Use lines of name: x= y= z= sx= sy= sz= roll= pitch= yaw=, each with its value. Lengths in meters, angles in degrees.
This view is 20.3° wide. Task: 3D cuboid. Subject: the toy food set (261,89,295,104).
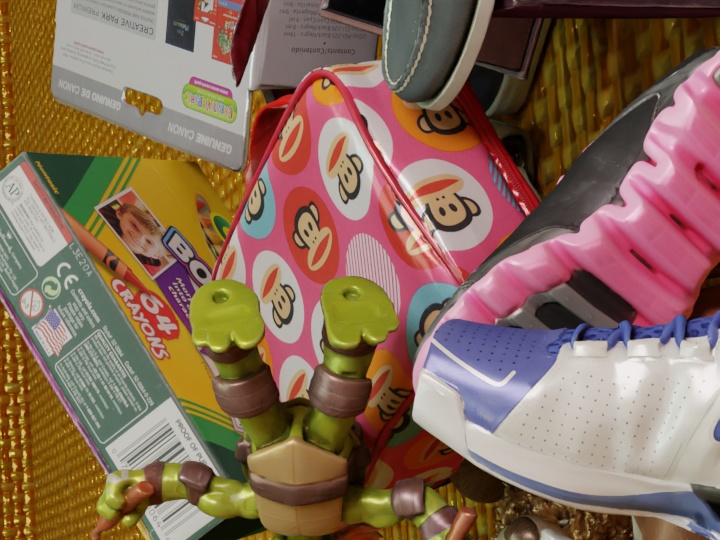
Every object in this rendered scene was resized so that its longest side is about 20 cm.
toy food set: x=0.009 y=-0.057 z=1.139 sx=0.144 sy=0.060 sz=0.200 roll=53 pitch=-170 yaw=-39

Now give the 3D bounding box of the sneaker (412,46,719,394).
sneaker: x=0.097 y=-0.015 z=0.785 sx=0.079 sy=0.200 sz=0.095 roll=46 pitch=-177 yaw=-20

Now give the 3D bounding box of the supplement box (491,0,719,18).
supplement box: x=0.098 y=-0.203 z=0.817 sx=0.086 sy=0.110 sz=0.200 roll=-164 pitch=73 yaw=-72

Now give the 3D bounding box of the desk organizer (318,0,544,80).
desk organizer: x=0.054 y=-0.196 z=0.908 sx=0.072 sy=0.077 sz=0.200 roll=26 pitch=103 yaw=49

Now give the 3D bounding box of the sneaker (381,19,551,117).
sneaker: x=0.055 y=-0.159 z=1.002 sx=0.075 sy=0.084 sz=0.200 roll=-112 pitch=26 yaw=-48

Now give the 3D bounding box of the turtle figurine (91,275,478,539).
turtle figurine: x=-0.015 y=0.078 z=0.832 sx=0.064 sy=0.200 sz=0.161 roll=-69 pitch=-16 yaw=-51

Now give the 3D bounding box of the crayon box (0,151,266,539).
crayon box: x=-0.089 y=0.037 z=1.008 sx=0.058 sy=0.173 sz=0.200 roll=-38 pitch=77 yaw=21

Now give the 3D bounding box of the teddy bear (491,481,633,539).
teddy bear: x=0.095 y=0.184 z=0.940 sx=0.145 sy=0.067 sz=0.200 roll=-131 pitch=41 yaw=-60

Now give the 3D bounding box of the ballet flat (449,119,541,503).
ballet flat: x=0.071 y=0.017 z=1.027 sx=0.072 sy=0.068 sz=0.200 roll=-15 pitch=73 yaw=55

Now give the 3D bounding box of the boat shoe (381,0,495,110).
boat shoe: x=0.021 y=-0.157 z=0.778 sx=0.073 sy=0.062 sz=0.200 roll=-120 pitch=33 yaw=-55

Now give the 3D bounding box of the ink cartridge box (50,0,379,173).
ink cartridge box: x=-0.080 y=-0.159 z=1.100 sx=0.200 sy=0.084 sz=0.176 roll=24 pitch=111 yaw=47

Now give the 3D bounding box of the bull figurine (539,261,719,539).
bull figurine: x=0.128 y=0.096 z=0.801 sx=0.121 sy=0.065 sz=0.200 roll=2 pitch=85 yaw=40

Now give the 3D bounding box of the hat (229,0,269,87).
hat: x=0.012 y=-0.224 z=0.940 sx=0.176 sy=0.200 sz=0.166 roll=64 pitch=-156 yaw=-22

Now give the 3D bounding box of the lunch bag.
lunch bag: x=0.000 y=0.000 z=0.907 sx=0.176 sy=0.082 sz=0.200 roll=60 pitch=145 yaw=21

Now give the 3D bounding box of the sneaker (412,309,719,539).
sneaker: x=0.129 y=0.034 z=0.693 sx=0.081 sy=0.199 sz=0.115 roll=-19 pitch=-54 yaw=-70

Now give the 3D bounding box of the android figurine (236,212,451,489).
android figurine: x=-0.006 y=0.025 z=1.112 sx=0.200 sy=0.041 sz=0.182 roll=60 pitch=-173 yaw=28
